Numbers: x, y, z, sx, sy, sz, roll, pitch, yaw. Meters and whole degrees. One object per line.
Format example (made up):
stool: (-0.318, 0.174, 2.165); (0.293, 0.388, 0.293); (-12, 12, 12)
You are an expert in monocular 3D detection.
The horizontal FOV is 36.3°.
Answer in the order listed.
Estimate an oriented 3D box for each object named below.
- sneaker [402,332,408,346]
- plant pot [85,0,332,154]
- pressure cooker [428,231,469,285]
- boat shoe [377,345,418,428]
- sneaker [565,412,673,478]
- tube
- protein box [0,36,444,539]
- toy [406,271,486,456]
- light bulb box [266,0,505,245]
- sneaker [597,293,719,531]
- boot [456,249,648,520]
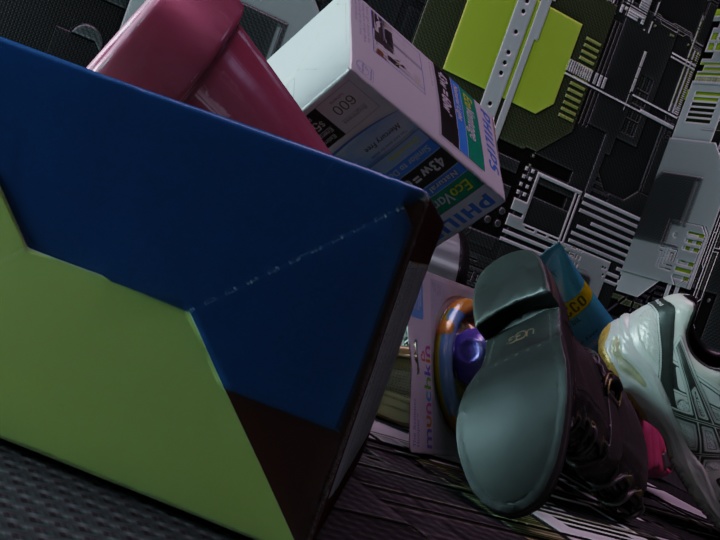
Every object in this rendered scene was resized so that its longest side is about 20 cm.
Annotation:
sneaker: (0.090, 0.069, 0.909); (0.199, 0.089, 0.077); (10, -1, 32)
plant pot: (-0.118, -0.084, 0.769); (0.179, 0.200, 0.200); (41, -6, -19)
pressure cooker: (0.005, -0.005, 1.263); (0.199, 0.180, 0.176); (19, -29, -19)
boat shoe: (-0.022, 0.054, 0.789); (0.199, 0.064, 0.073); (21, 1, 18)
sneaker: (0.180, 0.134, 0.861); (0.095, 0.080, 0.200); (-4, -12, 29)
tube: (0.176, 0.051, 0.890); (0.200, 0.077, 0.051); (41, 15, -38)
protein box: (-0.078, 0.003, 0.478); (0.197, 0.136, 0.200); (20, 1, 6)
toy: (0.093, 0.067, 0.741); (0.047, 0.116, 0.200); (-8, -14, 26)
light bulb box: (-0.008, -0.103, 0.987); (0.200, 0.198, 0.125); (35, 36, -31)
sneaker: (0.259, 0.108, 0.792); (0.201, 0.087, 0.076); (54, 20, 0)
boot: (0.133, 0.099, 0.670); (0.069, 0.201, 0.174); (-20, -53, 28)
